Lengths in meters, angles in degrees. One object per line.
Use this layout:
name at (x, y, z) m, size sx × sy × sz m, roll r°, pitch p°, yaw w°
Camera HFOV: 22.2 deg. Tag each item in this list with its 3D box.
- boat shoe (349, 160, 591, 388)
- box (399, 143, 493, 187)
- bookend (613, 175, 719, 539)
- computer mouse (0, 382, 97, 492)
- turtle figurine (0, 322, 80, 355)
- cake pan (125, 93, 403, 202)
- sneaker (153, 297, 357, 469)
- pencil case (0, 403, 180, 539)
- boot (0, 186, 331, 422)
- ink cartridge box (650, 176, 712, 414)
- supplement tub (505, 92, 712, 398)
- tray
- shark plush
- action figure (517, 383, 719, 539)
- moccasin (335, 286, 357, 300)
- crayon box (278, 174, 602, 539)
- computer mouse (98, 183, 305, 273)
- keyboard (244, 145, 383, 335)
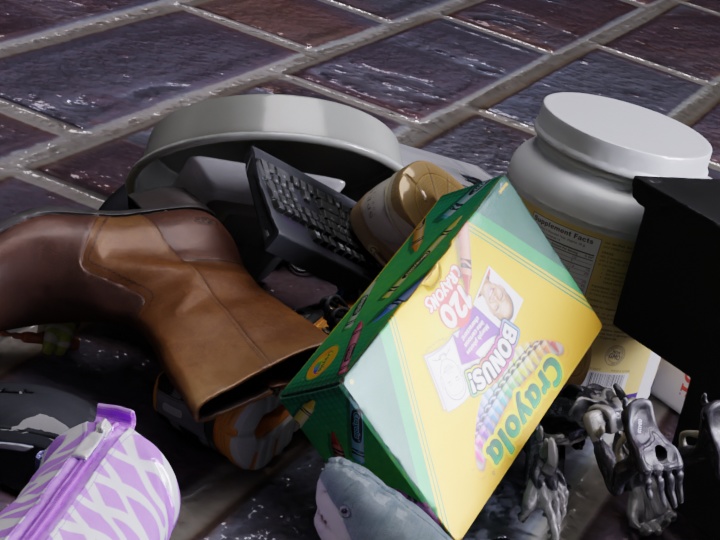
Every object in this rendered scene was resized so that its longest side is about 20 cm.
boat shoe at (0.072, 0.008, 1.193) m, size 0.200 × 0.069 × 0.074 m, roll 45°, pitch 48°, yaw -25°
box at (0.039, -0.059, 1.489) m, size 0.199 × 0.061 × 0.117 m, roll 13°, pitch 18°, yaw -35°
bookend at (0.242, 0.068, 1.169) m, size 0.091 × 0.202 × 0.198 m, roll 1°, pitch 22°, yaw -33°
computer mouse at (-0.218, 0.089, 1.001) m, size 0.198 × 0.046 × 0.140 m, roll 18°, pitch 20°, yaw 8°
turtle figurine at (-0.161, 0.004, 1.230) m, size 0.160 × 0.065 × 0.200 m, roll 15°, pitch 21°, yaw -1°
cake pan at (-0.059, -0.067, 1.247) m, size 0.198 × 0.037 × 0.201 m, roll 1°, pitch -20°, yaw 0°
sneaker at (-0.055, 0.059, 1.155) m, size 0.077 × 0.079 × 0.200 m, roll 15°, pitch 19°, yaw 23°
pencil case at (-0.144, 0.138, 0.872) m, size 0.083 × 0.086 × 0.200 m, roll 14°, pitch 21°, yaw 4°
boot at (-0.134, 0.036, 1.088) m, size 0.187 × 0.069 × 0.200 m, roll -12°, pitch 37°, yaw -29°
ink cartridge box at (0.235, 0.005, 1.389) m, size 0.083 × 0.146 × 0.200 m, roll -2°, pitch 27°, yaw -38°
supplement tub at (0.159, -0.009, 1.295) m, size 0.144 × 0.202 × 0.146 m, roll 13°, pitch 20°, yaw -5°
tray at (-0.089, -0.026, 1.272) m, size 0.106 × 0.022 × 0.200 m, roll 7°, pitch -20°, yaw -16°
shark plush at (0.058, 0.169, 0.933) m, size 0.199 × 0.084 × 0.091 m, roll 27°, pitch 23°, yaw 28°
action figure at (0.144, 0.117, 1.117) m, size 0.118 × 0.103 × 0.200 m, roll -5°, pitch 1°, yaw -26°
moccasin at (0.011, 0.015, 1.332) m, size 0.067 × 0.081 × 0.200 m, roll 14°, pitch 6°, yaw 10°
crayon box at (0.052, 0.052, 1.070) m, size 0.058 × 0.119 × 0.200 m, roll -16°, pitch 26°, yaw 45°
computer mouse at (-0.109, -0.047, 1.414) m, size 0.198 × 0.053 × 0.138 m, roll 2°, pitch 25°, yaw -32°
keyboard at (0.000, 0.000, 1.166) m, size 0.199 × 0.020 × 0.128 m, roll 25°, pitch 42°, yaw -52°
